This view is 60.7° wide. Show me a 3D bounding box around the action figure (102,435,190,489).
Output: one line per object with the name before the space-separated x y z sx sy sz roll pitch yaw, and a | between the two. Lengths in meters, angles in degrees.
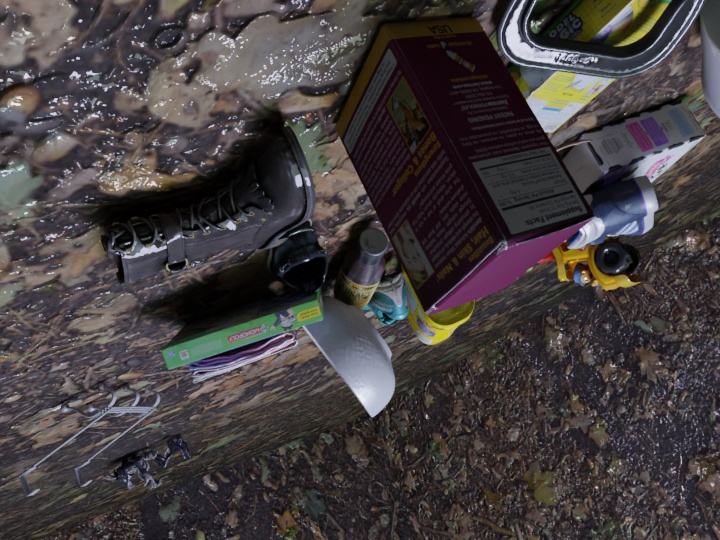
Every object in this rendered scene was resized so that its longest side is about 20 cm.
action figure | -0.525 0.492 1.521 0.198 0.103 0.119 -25 175 -10

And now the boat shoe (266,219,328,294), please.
boat shoe | -0.073 -0.004 0.772 0.074 0.067 0.200 -23 163 -15

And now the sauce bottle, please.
sauce bottle | 0.000 0.000 0.901 0.065 0.067 0.200 -21 161 -16

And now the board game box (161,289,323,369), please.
board game box | -0.146 0.068 0.805 0.197 0.029 0.135 -17 -170 0

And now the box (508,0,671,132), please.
box | 0.227 -0.220 0.612 0.116 0.049 0.200 -9 158 -43

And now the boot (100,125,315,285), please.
boot | -0.140 -0.044 0.550 0.172 0.070 0.200 -18 163 -28

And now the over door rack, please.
over door rack | -0.436 0.260 0.989 0.200 0.067 0.148 -48 163 -1

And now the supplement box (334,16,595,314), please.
supplement box | 0.076 -0.087 0.513 0.102 0.202 0.131 -16 162 -29

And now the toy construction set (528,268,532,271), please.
toy construction set | 0.317 -0.070 1.110 0.200 0.093 0.131 -42 134 21

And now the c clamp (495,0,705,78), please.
c clamp | 0.217 -0.229 0.505 0.197 0.027 0.171 -1 151 -8

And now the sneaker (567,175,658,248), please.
sneaker | 0.373 -0.082 0.958 0.145 0.082 0.200 -21 168 16

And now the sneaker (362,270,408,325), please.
sneaker | 0.032 0.056 1.058 0.077 0.081 0.200 -20 178 -12

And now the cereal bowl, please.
cereal bowl | -0.012 0.115 0.919 0.083 0.201 0.200 -37 164 -7

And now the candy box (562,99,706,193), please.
candy box | 0.411 -0.171 0.985 0.198 0.072 0.168 -21 162 -15

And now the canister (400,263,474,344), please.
canister | 0.123 0.043 1.069 0.086 0.150 0.200 -23 165 -7

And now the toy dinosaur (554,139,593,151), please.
toy dinosaur | 0.215 -0.132 0.869 0.106 0.061 0.200 -40 -179 -32

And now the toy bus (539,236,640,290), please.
toy bus | 0.423 -0.040 1.195 0.191 0.202 0.135 -26 164 30

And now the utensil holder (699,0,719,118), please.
utensil holder | 0.447 -0.251 0.644 0.169 0.172 0.199 -34 159 26

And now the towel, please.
towel | -0.162 0.092 0.860 0.145 0.030 0.200 -19 -169 -6
